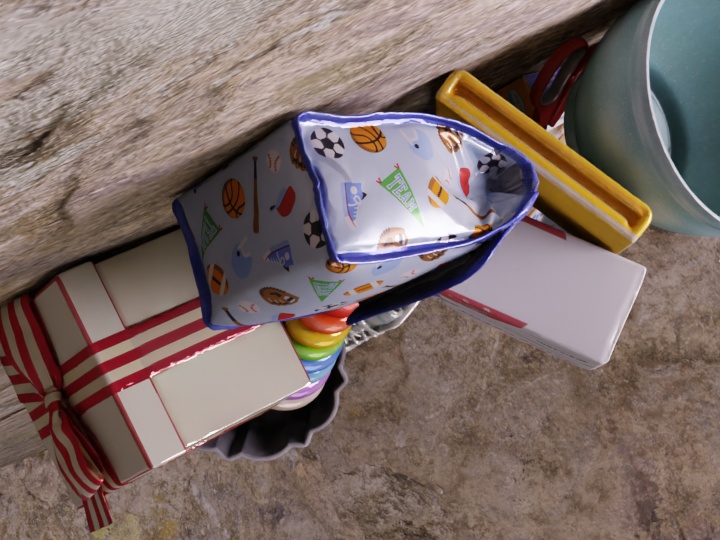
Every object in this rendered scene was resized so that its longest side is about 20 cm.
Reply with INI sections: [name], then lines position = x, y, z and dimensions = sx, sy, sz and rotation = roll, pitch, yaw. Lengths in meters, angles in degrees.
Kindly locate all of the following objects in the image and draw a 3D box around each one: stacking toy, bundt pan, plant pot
[stacking toy]
position = -0.037, 0.042, 1.382
dimensions = 0.085, 0.086, 0.200
rotation = -23, 166, -29
[bundt pan]
position = -0.105, 0.071, 1.581
dimensions = 0.201, 0.202, 0.076
rotation = -26, -166, 16
[plant pot]
position = 0.238, -0.114, 1.288
dimensions = 0.200, 0.201, 0.134
rotation = -22, -176, -38

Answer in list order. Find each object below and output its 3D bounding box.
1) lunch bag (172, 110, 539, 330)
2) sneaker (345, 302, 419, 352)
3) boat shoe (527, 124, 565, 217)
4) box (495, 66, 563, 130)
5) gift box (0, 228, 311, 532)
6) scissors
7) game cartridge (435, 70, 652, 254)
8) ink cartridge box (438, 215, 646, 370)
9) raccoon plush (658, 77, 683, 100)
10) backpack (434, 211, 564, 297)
[lunch bag]
position = 0.003, -0.032, 1.186
dimensions = 0.199, 0.124, 0.170
rotation = -8, 169, -40
[sneaker]
position = -0.002, 0.035, 1.617
dimensions = 0.200, 0.070, 0.080
rotation = -43, -149, 12
[boat shoe]
position = 0.167, -0.089, 1.610
dimensions = 0.200, 0.069, 0.074
rotation = -45, 145, -31
[box]
position = 0.122, -0.126, 1.473
dimensions = 0.200, 0.042, 0.119
rotation = -31, 173, 39
[gift box]
position = -0.180, 0.086, 1.372
dimensions = 0.186, 0.185, 0.200
rotation = -24, 170, -36
[scissors]
position = 0.139, -0.113, 1.379
dimensions = 0.073, 0.014, 0.200
rotation = -15, 149, -42
[game cartridge]
position = 0.134, -0.076, 1.297
dimensions = 0.032, 0.176, 0.200
rotation = -53, 176, 0
[ink cartridge box]
position = 0.142, 0.013, 1.380
dimensions = 0.200, 0.146, 0.083
rotation = 43, 71, -84
[raccoon plush]
position = 0.246, -0.160, 1.456
dimensions = 0.134, 0.097, 0.200
rotation = -10, 167, -45
[backpack]
position = 0.126, -0.030, 1.745
dimensions = 0.167, 0.163, 0.200
rotation = 15, -172, 11
